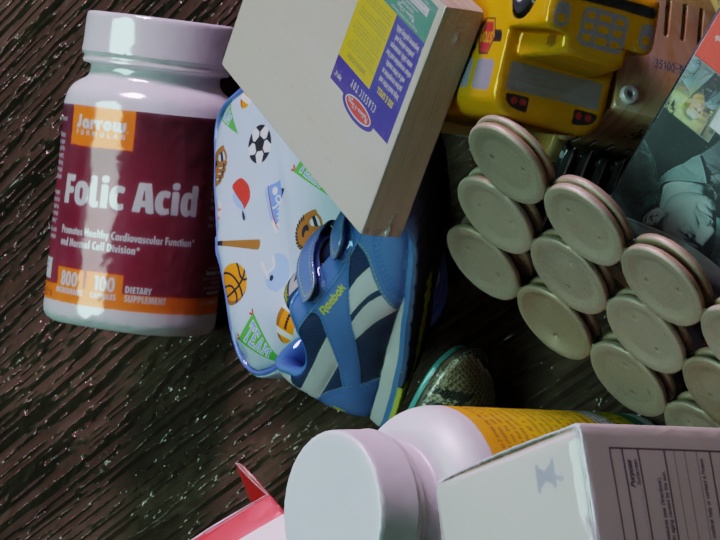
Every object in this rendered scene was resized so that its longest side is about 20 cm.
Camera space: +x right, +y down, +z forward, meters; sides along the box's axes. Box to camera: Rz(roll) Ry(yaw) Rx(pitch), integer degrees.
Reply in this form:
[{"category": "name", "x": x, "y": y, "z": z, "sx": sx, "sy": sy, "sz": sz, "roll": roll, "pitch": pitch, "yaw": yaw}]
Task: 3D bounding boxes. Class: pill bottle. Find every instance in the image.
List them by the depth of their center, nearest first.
[{"category": "pill bottle", "x": 0.065, "y": 0.126, "z": 1.454, "sx": 0.113, "sy": 0.200, "sz": 0.113, "roll": -7, "pitch": 82, "yaw": 54}, {"category": "pill bottle", "x": -0.139, "y": -0.063, "z": 1.828, "sx": 0.114, "sy": 0.114, "sz": 0.200, "roll": 12, "pitch": 97, "yaw": 54}]

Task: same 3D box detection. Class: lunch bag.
[{"category": "lunch bag", "x": -0.017, "y": -0.035, "z": 1.693, "sx": 0.160, "sy": 0.076, "sz": 0.200, "roll": -33, "pitch": 60, "yaw": 45}]

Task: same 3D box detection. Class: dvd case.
[{"category": "dvd case", "x": 0.203, "y": -0.039, "z": 1.377, "sx": 0.146, "sy": 0.022, "sz": 0.200, "roll": 41, "pitch": 125, "yaw": 19}]

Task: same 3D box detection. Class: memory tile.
[{"category": "memory tile", "x": 0.127, "y": 0.013, "z": 1.421, "sx": 0.200, "sy": 0.017, "sz": 0.153, "roll": 39, "pitch": 154, "yaw": 17}]

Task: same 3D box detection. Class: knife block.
[{"category": "knife block", "x": 0.124, "y": -0.100, "z": 1.504, "sx": 0.176, "sy": 0.064, "sz": 0.200, "roll": 153, "pitch": 127, "yaw": -62}]

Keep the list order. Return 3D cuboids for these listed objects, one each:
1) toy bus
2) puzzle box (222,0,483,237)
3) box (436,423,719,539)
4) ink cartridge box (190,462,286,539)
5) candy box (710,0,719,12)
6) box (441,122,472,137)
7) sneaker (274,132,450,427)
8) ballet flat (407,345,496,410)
[{"category": "toy bus", "x": 0.078, "y": -0.113, "z": 1.449, "sx": 0.200, "sy": 0.065, "sz": 0.078, "roll": -166, "pitch": 90, "yaw": -69}, {"category": "puzzle box", "x": -0.008, "y": -0.121, "z": 1.502, "sx": 0.200, "sy": 0.025, "sz": 0.133, "roll": 52, "pitch": 128, "yaw": 50}, {"category": "box", "x": 0.150, "y": 0.148, "z": 1.335, "sx": 0.109, "sy": 0.200, "sz": 0.128, "roll": -26, "pitch": 66, "yaw": 49}, {"category": "ink cartridge box", "x": -0.038, "y": 0.216, "z": 1.657, "sx": 0.200, "sy": 0.067, "sz": 0.116, "roll": 46, "pitch": 161, "yaw": 46}, {"category": "candy box", "x": 0.198, "y": -0.215, "z": 1.378, "sx": 0.117, "sy": 0.056, "sz": 0.200, "roll": -28, "pitch": 85, "yaw": 48}, {"category": "box", "x": 0.042, "y": -0.182, "z": 1.581, "sx": 0.200, "sy": 0.124, "sz": 0.098, "roll": -59, "pitch": 44, "yaw": 33}, {"category": "sneaker", "x": 0.000, "y": 0.000, "z": 1.550, "sx": 0.074, "sy": 0.082, "sz": 0.200, "roll": -60, "pitch": -15, "yaw": -53}, {"category": "ballet flat", "x": 0.042, "y": 0.128, "z": 1.615, "sx": 0.075, "sy": 0.068, "sz": 0.200, "roll": 47, "pitch": 133, "yaw": 19}]
